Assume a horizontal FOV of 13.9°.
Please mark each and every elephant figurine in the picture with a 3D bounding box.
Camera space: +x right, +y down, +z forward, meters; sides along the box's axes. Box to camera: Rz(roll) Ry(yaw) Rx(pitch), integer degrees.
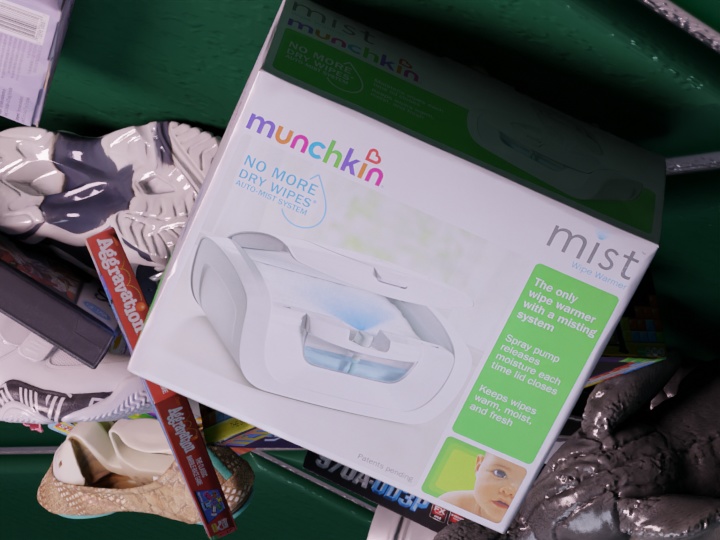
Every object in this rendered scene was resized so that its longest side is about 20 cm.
[{"bbox_3d":[0.159,0.115,1.625,0.199,0.156,0.141,-5,-156,-45],"label":"elephant figurine"}]

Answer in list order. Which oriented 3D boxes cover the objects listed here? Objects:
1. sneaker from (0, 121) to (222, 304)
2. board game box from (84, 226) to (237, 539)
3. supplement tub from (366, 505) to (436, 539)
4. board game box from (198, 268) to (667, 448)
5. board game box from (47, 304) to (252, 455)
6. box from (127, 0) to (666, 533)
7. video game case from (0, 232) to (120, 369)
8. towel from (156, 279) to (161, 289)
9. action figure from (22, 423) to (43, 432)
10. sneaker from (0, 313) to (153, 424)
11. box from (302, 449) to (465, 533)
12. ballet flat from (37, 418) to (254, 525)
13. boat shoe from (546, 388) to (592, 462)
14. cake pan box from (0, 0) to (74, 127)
[{"bbox_3d":[-0.105,-0.028,1.653,0.198,0.080,0.129,0,166,26],"label":"sneaker"},{"bbox_3d":[-0.106,0.065,1.590,0.019,0.103,0.200,-24,155,-6],"label":"board game box"},{"bbox_3d":[0.111,0.217,2.072,0.199,0.146,0.146,14,163,16],"label":"supplement tub"},{"bbox_3d":[0.035,0.045,1.578,0.165,0.057,0.199,6,159,-44],"label":"board game box"},{"bbox_3d":[-0.117,0.059,1.889,0.102,0.106,0.200,22,164,-14],"label":"board game box"},{"bbox_3d":[0.019,-0.005,1.379,0.199,0.097,0.177,24,119,-5],"label":"box"},{"bbox_3d":[-0.219,-0.022,1.684,0.199,0.026,0.181,33,-171,-4],"label":"video game case"},{"bbox_3d":[-0.013,0.010,1.594,0.198,0.037,0.148,-9,167,-7],"label":"towel"},{"bbox_3d":[-0.272,0.032,1.868,0.200,0.149,0.134,51,-171,-8],"label":"action figure"},{"bbox_3d":[-0.204,0.032,1.749,0.198,0.116,0.075,-1,179,18],"label":"sneaker"},{"bbox_3d":[0.085,0.146,1.901,0.199,0.046,0.159,22,-173,38],"label":"box"},{"bbox_3d":[-0.144,0.117,1.833,0.199,0.071,0.065,-4,127,46],"label":"ballet flat"},{"bbox_3d":[0.076,0.067,1.758,0.199,0.057,0.069,14,-157,-14],"label":"boat shoe"},{"bbox_3d":[-0.231,-0.147,1.444,0.183,0.053,0.200,18,164,-4],"label":"cake pan box"}]
